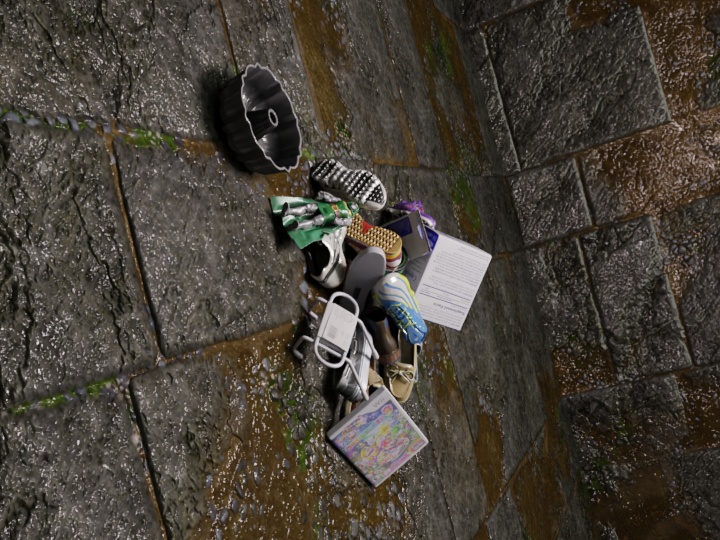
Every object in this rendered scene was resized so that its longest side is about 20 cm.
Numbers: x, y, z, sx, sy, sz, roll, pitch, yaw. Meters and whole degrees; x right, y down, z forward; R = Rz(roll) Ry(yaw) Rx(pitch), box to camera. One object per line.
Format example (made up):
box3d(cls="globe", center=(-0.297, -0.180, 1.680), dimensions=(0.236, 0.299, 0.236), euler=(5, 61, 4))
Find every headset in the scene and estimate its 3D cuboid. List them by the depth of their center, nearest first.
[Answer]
box3d(cls="headset", center=(0.035, -0.071, 1.747), dimensions=(0.121, 0.095, 0.201), euler=(-6, 45, -32))

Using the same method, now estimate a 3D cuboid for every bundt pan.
box3d(cls="bundt pan", center=(-0.190, -0.268, 1.412), dimensions=(0.202, 0.074, 0.206), euler=(47, 35, -48))

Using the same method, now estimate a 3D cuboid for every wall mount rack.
box3d(cls="wall mount rack", center=(-0.033, 0.141, 1.445), dimensions=(0.171, 0.075, 0.202), euler=(30, 37, -8))

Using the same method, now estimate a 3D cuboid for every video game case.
box3d(cls="video game case", center=(0.037, 0.326, 1.499), dimensions=(0.201, 0.142, 0.018), euler=(54, -3, -39))

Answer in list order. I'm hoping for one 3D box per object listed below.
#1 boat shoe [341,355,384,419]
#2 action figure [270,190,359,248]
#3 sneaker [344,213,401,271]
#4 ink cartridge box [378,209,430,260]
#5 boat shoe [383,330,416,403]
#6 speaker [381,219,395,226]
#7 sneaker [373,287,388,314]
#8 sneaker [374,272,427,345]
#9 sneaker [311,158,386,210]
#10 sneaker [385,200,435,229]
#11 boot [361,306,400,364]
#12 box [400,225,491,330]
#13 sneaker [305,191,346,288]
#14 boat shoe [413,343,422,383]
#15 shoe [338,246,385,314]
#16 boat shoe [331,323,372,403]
box3d(cls="boat shoe", center=(0.016, 0.245, 1.566), dimensions=(0.076, 0.072, 0.203), euler=(55, 30, -37))
box3d(cls="action figure", center=(-0.072, -0.112, 1.509), dimensions=(0.198, 0.055, 0.120), euler=(-14, 71, -48))
box3d(cls="sneaker", center=(-0.002, -0.063, 1.641), dimensions=(0.075, 0.198, 0.091), euler=(-46, 156, -30))
box3d(cls="ink cartridge box", center=(0.098, -0.070, 1.793), dimensions=(0.039, 0.198, 0.102), euler=(-13, 86, -38))
box3d(cls="boat shoe", center=(0.095, 0.193, 1.729), dimensions=(0.063, 0.071, 0.205), euler=(95, 8, -69))
box3d(cls="speaker", center=(0.109, -0.021, 1.924), dimensions=(0.204, 0.087, 0.089), euler=(67, 25, -17))
box3d(cls="sneaker", center=(0.064, 0.047, 1.758), dimensions=(0.201, 0.073, 0.086), euler=(-109, 178, -56))
box3d(cls="sneaker", center=(0.095, 0.085, 1.576), dimensions=(0.106, 0.075, 0.200), euler=(58, 3, 34))
box3d(cls="sneaker", center=(-0.017, -0.170, 1.635), dimensions=(0.075, 0.198, 0.082), euler=(-44, 140, -19))
box3d(cls="sneaker", center=(0.133, -0.144, 1.940), dimensions=(0.081, 0.083, 0.199), euler=(58, -13, -28))
box3d(cls="boot", center=(0.042, 0.105, 1.645), dimensions=(0.201, 0.073, 0.099), euler=(-112, -173, -61))
box3d(cls="box", center=(0.188, 0.017, 1.851), dimensions=(0.181, 0.105, 0.204), euler=(18, 99, -34))
box3d(cls="sneaker", center=(-0.074, -0.070, 1.554), dimensions=(0.087, 0.074, 0.205), euler=(24, 54, -61))
box3d(cls="boat shoe", center=(0.115, 0.189, 1.825), dimensions=(0.070, 0.070, 0.204), euler=(52, 32, -40))
box3d(cls="shoe", center=(0.000, 0.000, 1.585), dimensions=(0.202, 0.070, 0.092), euler=(113, -16, -45))
box3d(cls="boat shoe", center=(-0.022, 0.166, 1.532), dimensions=(0.070, 0.072, 0.202), euler=(33, 31, -25))
